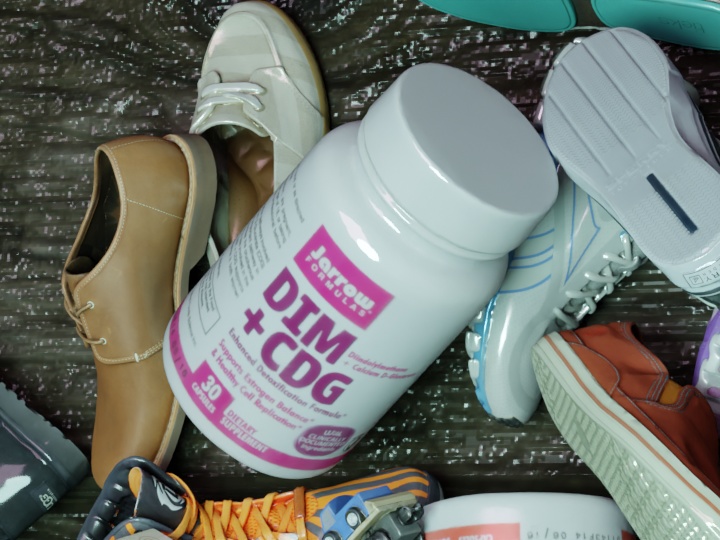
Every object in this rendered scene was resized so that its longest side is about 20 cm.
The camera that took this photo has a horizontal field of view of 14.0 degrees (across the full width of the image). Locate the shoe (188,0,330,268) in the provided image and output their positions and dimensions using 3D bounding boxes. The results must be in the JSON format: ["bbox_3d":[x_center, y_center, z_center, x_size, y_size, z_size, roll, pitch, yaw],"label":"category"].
[{"bbox_3d":[-0.055,-0.054,1.562,0.070,0.053,0.201,-13,72,24],"label":"shoe"}]

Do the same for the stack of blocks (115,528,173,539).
[{"bbox_3d":[-0.052,0.195,1.377,0.199,0.058,0.116,27,115,34],"label":"stack of blocks"}]

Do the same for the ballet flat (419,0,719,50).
[{"bbox_3d":[0.118,-0.157,1.503,0.199,0.069,0.070,10,82,24],"label":"ballet flat"}]

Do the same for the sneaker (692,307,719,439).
[{"bbox_3d":[0.210,-0.014,1.410,0.201,0.080,0.088,-70,23,15],"label":"sneaker"}]

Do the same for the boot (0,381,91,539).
[{"bbox_3d":[-0.268,0.131,1.576,0.165,0.066,0.200,34,74,33],"label":"boot"}]

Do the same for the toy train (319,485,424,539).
[{"bbox_3d":[-0.033,0.164,1.428,0.200,0.034,0.046,-47,64,35],"label":"toy train"}]

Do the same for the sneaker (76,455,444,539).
[{"bbox_3d":[-0.062,0.134,1.475,0.199,0.112,0.078,-30,29,16],"label":"sneaker"}]

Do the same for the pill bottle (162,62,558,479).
[{"bbox_3d":[0.000,0.000,1.416,0.200,0.113,0.114,-49,59,34],"label":"pill bottle"}]

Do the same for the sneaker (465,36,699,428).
[{"bbox_3d":[0.115,-0.015,1.459,0.086,0.075,0.201,16,85,23],"label":"sneaker"}]

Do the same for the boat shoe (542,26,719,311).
[{"bbox_3d":[0.142,-0.039,1.383,0.072,0.071,0.200,-33,37,10],"label":"boat shoe"}]

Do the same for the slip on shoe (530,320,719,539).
[{"bbox_3d":[0.141,0.081,1.360,0.061,0.074,0.200,-22,31,-8],"label":"slip on shoe"}]

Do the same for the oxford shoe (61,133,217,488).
[{"bbox_3d":[-0.129,0.025,1.549,0.071,0.071,0.201,16,103,54],"label":"oxford shoe"}]

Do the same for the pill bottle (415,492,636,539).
[{"bbox_3d":[0.079,0.212,1.392,0.111,0.111,0.201,-8,74,25],"label":"pill bottle"}]
